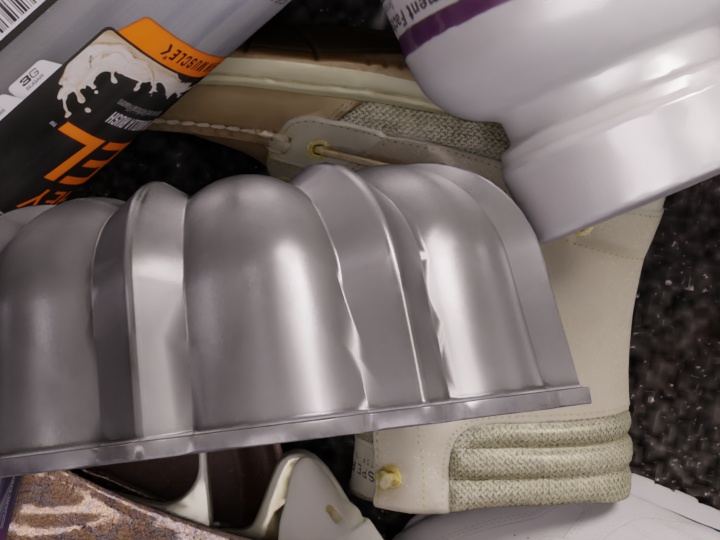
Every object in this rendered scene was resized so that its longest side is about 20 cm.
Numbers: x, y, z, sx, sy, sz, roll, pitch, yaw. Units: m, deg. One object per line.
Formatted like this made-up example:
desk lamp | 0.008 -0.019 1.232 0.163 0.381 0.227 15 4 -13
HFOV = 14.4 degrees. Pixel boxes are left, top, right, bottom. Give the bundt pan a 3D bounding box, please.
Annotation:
bundt pan | -0.037 0.014 0.817 0.201 0.202 0.076 -8 88 5

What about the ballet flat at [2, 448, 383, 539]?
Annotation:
ballet flat | -0.047 0.084 0.929 0.199 0.068 0.067 17 86 -3

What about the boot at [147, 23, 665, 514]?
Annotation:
boot | 0.000 0.000 0.940 0.199 0.072 0.155 6 104 2

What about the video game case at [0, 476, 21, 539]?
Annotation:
video game case | -0.194 0.139 0.910 0.142 0.019 0.201 11 83 21

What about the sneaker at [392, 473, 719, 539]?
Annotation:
sneaker | 0.104 0.116 0.951 0.199 0.081 0.077 6 103 3

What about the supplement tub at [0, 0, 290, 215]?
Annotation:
supplement tub | -0.119 -0.076 0.858 0.200 0.123 0.123 -40 96 15

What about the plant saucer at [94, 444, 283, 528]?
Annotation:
plant saucer | -0.121 0.082 0.980 0.200 0.034 0.201 1 101 4

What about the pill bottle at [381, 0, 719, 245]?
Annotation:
pill bottle | 0.052 -0.114 0.844 0.112 0.112 0.200 -23 89 7
